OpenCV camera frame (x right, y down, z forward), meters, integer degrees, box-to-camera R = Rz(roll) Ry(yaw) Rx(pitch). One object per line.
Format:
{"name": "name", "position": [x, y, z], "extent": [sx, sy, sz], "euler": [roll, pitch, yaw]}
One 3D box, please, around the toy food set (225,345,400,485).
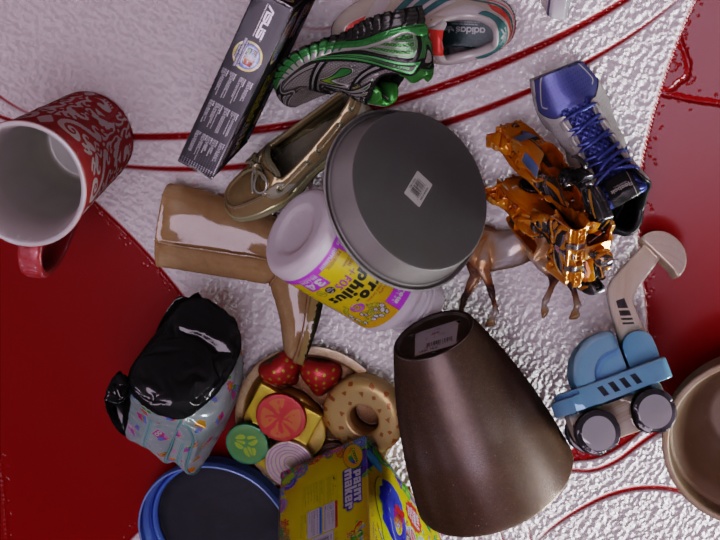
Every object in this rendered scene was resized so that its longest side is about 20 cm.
{"name": "toy food set", "position": [-0.055, 0.185, 1.658], "extent": [0.199, 0.049, 0.199], "euler": [27, 111, -1]}

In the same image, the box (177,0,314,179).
{"name": "box", "position": [-0.115, -0.209, 1.471], "extent": [0.044, 0.160, 0.201], "euler": [27, 111, -2]}

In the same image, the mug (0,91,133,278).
{"name": "mug", "position": [-0.340, -0.105, 1.525], "extent": [0.133, 0.200, 0.178], "euler": [35, 112, -4]}

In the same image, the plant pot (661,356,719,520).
{"name": "plant pot", "position": [0.432, 0.172, 1.546], "extent": [0.199, 0.093, 0.203], "euler": [3, 111, 9]}

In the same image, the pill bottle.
{"name": "pill bottle", "position": [0.000, 0.000, 1.523], "extent": [0.199, 0.105, 0.104], "euler": [31, 115, -35]}

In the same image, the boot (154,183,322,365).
{"name": "boot", "position": [-0.138, 0.004, 1.604], "extent": [0.198, 0.066, 0.177], "euler": [11, 98, 5]}

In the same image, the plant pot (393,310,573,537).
{"name": "plant pot", "position": [0.114, 0.152, 1.526], "extent": [0.185, 0.187, 0.201], "euler": [-17, 116, 15]}

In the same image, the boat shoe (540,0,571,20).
{"name": "boat shoe", "position": [0.189, -0.357, 1.416], "extent": [0.065, 0.072, 0.202], "euler": [4, 109, 13]}

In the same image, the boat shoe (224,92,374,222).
{"name": "boat shoe", "position": [-0.074, -0.127, 1.529], "extent": [0.200, 0.074, 0.063], "euler": [-30, 142, 15]}

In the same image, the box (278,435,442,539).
{"name": "box", "position": [0.005, 0.338, 1.593], "extent": [0.121, 0.201, 0.193], "euler": [-25, 124, 16]}

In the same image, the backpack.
{"name": "backpack", "position": [-0.207, 0.143, 1.597], "extent": [0.126, 0.167, 0.201], "euler": [36, 146, 9]}

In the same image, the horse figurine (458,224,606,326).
{"name": "horse figurine", "position": [0.172, -0.007, 1.538], "extent": [0.198, 0.050, 0.134], "euler": [-8, 77, 19]}

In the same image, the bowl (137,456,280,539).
{"name": "bowl", "position": [-0.174, 0.319, 1.724], "extent": [0.199, 0.039, 0.203], "euler": [5, 114, 11]}

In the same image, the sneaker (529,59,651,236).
{"name": "sneaker", "position": [0.253, -0.119, 1.456], "extent": [0.080, 0.115, 0.201], "euler": [-25, 107, -2]}

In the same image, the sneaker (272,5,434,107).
{"name": "sneaker", "position": [-0.011, -0.202, 1.440], "extent": [0.199, 0.078, 0.086], "euler": [-15, 92, 40]}

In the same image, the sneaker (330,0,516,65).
{"name": "sneaker", "position": [0.062, -0.251, 1.461], "extent": [0.198, 0.093, 0.071], "euler": [1, 109, 9]}

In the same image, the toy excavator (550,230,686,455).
{"name": "toy excavator", "position": [0.283, 0.078, 1.509], "extent": [0.193, 0.100, 0.202], "euler": [-21, 85, 0]}

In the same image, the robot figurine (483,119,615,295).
{"name": "robot figurine", "position": [0.195, -0.062, 1.445], "extent": [0.058, 0.200, 0.146], "euler": [-16, 131, -17]}

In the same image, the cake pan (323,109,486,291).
{"name": "cake pan", "position": [0.054, -0.080, 1.476], "extent": [0.201, 0.200, 0.037], "euler": [51, 146, -10]}
